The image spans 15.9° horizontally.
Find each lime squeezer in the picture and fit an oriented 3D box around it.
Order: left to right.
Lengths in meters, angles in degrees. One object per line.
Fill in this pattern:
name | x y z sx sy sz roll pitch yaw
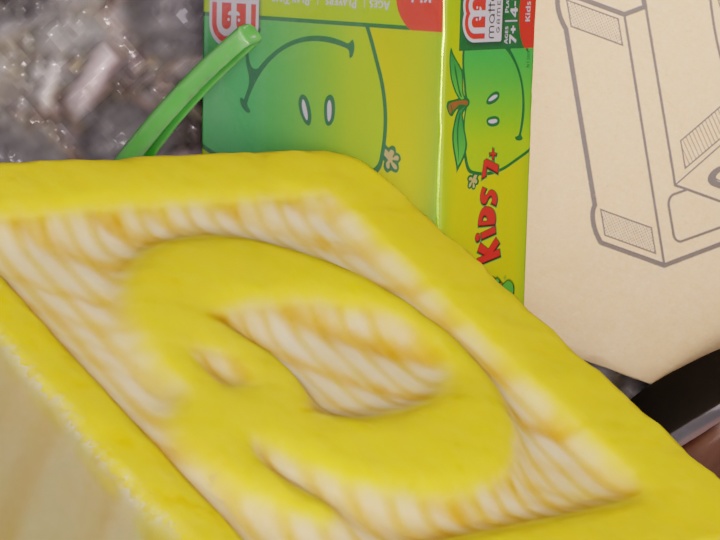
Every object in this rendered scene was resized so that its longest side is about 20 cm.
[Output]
lime squeezer | -0.079 0.005 0.832 0.038 0.071 0.201 -11 122 -40

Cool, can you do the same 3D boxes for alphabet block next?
alphabet block | -0.045 0.102 0.708 0.196 0.195 0.201 42 120 32

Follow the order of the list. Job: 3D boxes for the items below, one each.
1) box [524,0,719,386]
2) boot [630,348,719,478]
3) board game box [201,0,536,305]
box | 0.111 -0.063 0.850 0.163 0.021 0.201 20 97 -3
boot | 0.134 0.140 0.847 0.200 0.064 0.186 47 120 -3
board game box | 0.000 0.000 0.819 0.101 0.048 0.201 8 101 39
